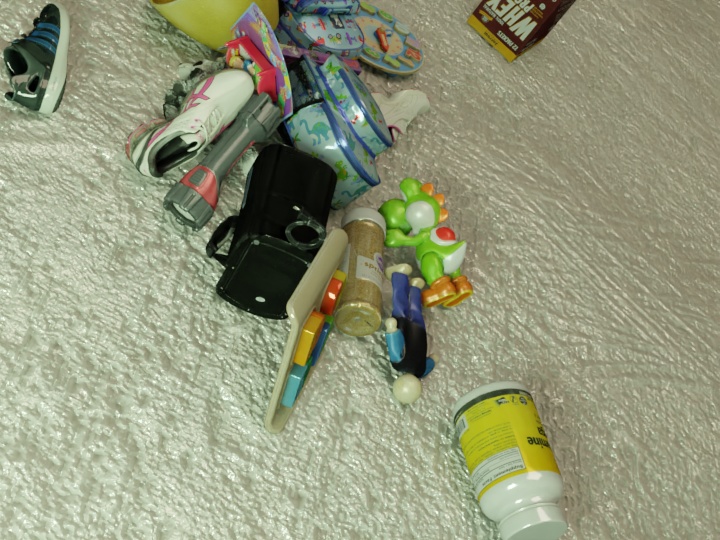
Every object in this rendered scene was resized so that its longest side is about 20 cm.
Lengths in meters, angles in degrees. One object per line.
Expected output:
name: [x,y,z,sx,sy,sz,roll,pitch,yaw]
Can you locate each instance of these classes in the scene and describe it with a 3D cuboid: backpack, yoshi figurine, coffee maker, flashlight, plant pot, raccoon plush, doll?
backpack: [-0.077,-0.410,1.806,0.182,0.135,0.201,-11,61,-45]
yoshi figurine: [0.086,-0.038,1.629,0.111,0.112,0.201,-16,74,-14]
coffee maker: [-0.092,-0.065,1.410,0.135,0.192,0.201,42,36,-30]
backpack: [-0.039,-0.207,1.597,0.183,0.146,0.201,39,27,-62]
flashlight: [-0.180,-0.145,1.444,0.068,0.068,0.200,48,65,-26]
plant pot: [-0.207,-0.423,1.688,0.142,0.199,0.201,53,29,-32]
raccoon plush: [-0.203,-0.225,1.578,0.200,0.097,0.134,56,28,-7]
doll: [0.068,0.094,1.492,0.136,0.048,0.201,45,34,-43]

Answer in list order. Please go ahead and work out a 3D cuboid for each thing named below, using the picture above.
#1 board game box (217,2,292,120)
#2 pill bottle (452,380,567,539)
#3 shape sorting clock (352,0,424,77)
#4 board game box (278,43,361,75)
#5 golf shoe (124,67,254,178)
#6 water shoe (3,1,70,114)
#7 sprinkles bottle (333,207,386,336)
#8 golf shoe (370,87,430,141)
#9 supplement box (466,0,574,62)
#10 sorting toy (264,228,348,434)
board game box: [-0.155,-0.277,1.509,0.039,0.200,0.159,-21,95,-20]
pill bottle: [0.198,0.254,1.406,0.112,0.113,0.201,10,47,-33]
shape sorting clock: [0.032,-0.436,1.998,0.199,0.039,0.201,23,41,-22]
board game box: [-0.109,-0.296,1.679,0.199,0.120,0.032,4,49,-37]
golf shoe: [-0.216,-0.191,1.442,0.092,0.200,0.073,43,-10,47]
water shoe: [-0.437,-0.299,1.448,0.079,0.072,0.201,13,45,-28]
sprinkles bottle: [0.000,0.000,1.525,0.068,0.068,0.201,24,41,-19]
golf shoe: [0.052,-0.257,1.829,0.199,0.075,0.092,-16,79,-44]
supplement box: [0.364,-0.578,2.282,0.133,0.200,0.197,44,38,5]
sorting toy: [-0.059,0.075,1.305,0.036,0.201,0.185,18,38,8]
